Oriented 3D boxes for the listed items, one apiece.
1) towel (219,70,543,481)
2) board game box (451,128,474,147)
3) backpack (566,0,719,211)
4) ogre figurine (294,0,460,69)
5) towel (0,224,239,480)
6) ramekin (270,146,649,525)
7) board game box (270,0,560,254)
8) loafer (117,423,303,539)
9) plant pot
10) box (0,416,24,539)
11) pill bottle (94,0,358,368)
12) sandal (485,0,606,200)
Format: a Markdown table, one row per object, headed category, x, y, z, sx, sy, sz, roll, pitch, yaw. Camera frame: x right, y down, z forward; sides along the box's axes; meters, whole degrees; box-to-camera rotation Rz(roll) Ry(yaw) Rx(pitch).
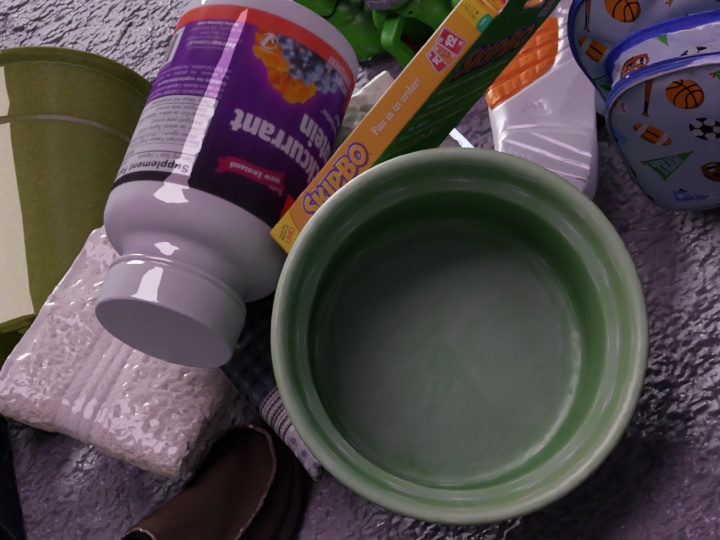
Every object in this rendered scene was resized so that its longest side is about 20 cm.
| category | x | y | z | sx | sy | sz | roll | pitch | yaw |
| --- | --- | --- | --- | --- | --- | --- | --- | --- | --- |
| towel | 0.000 | 0.000 | 1.503 | 0.200 | 0.035 | 0.193 | -40 | 55 | -4 |
| board game box | 0.011 | 0.007 | 1.582 | 0.200 | 0.034 | 0.134 | -39 | 38 | -2 |
| backpack | 0.204 | -0.134 | 1.448 | 0.199 | 0.191 | 0.154 | -16 | 43 | 24 |
| ogre figurine | 0.022 | -0.196 | 1.714 | 0.199 | 0.120 | 0.098 | -20 | 36 | 19 |
| towel | -0.118 | 0.029 | 1.549 | 0.132 | 0.035 | 0.200 | 19 | 54 | 17 |
| ramekin | 0.051 | 0.040 | 1.391 | 0.200 | 0.200 | 0.098 | -43 | -4 | -7 |
| board game box | 0.035 | -0.089 | 1.416 | 0.200 | 0.030 | 0.095 | -47 | -11 | 21 |
| loafer | -0.099 | 0.164 | 1.477 | 0.073 | 0.071 | 0.200 | 1 | 52 | 39 |
| plant pot | -0.209 | -0.009 | 1.675 | 0.200 | 0.200 | 0.190 | -24 | 53 | 17 |
| box | -0.321 | 0.085 | 1.633 | 0.117 | 0.197 | 0.200 | -31 | 38 | 7 |
| pill bottle | -0.081 | -0.051 | 1.475 | 0.111 | 0.111 | 0.201 | 0 | 60 | 38 |
| sandal | 0.114 | -0.090 | 1.576 | 0.079 | 0.059 | 0.207 | -6 | 48 | 12 |
